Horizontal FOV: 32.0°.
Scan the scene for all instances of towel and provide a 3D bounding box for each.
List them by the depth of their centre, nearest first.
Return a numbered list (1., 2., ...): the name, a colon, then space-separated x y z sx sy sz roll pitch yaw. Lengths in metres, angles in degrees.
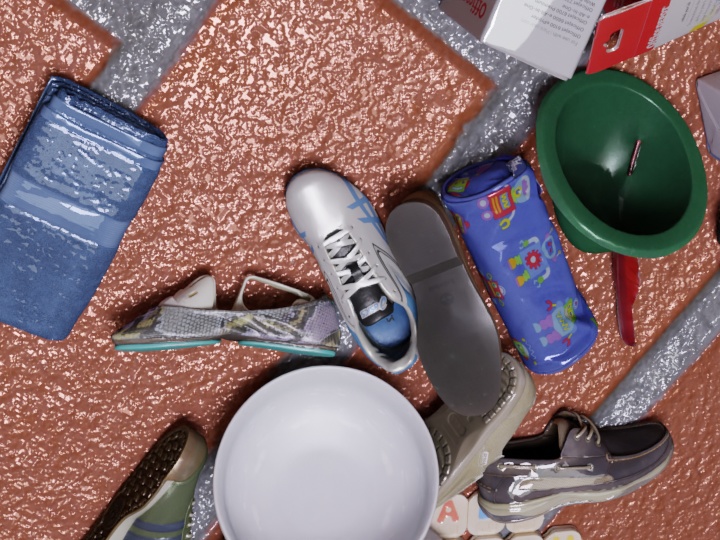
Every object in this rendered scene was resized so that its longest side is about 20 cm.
1. towel: -0.245 -0.046 1.021 0.111 0.049 0.201 26 104 -19

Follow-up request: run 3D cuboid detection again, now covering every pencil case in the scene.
1. pencil case: 0.143 -0.009 1.097 0.086 0.078 0.202 -35 114 -15

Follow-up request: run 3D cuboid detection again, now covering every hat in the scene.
1. hat: 0.197 -0.050 1.119 0.163 0.176 0.203 -3 69 -21

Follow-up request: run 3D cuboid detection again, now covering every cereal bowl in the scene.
1. cereal bowl: -0.032 0.191 1.108 0.197 0.083 0.203 2 70 -5

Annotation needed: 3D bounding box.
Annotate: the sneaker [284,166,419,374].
1. sneaker: 0.000 0.000 1.076 0.071 0.073 0.201 -29 113 3

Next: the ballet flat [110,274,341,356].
1. ballet flat: -0.114 0.038 1.079 0.197 0.072 0.073 2 111 -12

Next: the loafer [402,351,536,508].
1. loafer: 0.093 0.160 1.148 0.068 0.076 0.200 19 122 -43

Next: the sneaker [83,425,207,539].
1. sneaker: -0.181 0.234 1.139 0.089 0.067 0.201 32 105 -25

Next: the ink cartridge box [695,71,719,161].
1. ink cartridge box: 0.407 -0.143 1.062 0.198 0.137 0.077 -20 116 -2

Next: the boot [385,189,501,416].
1. boot: 0.080 0.026 1.083 0.073 0.076 0.202 -14 104 16

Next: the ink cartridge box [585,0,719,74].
1. ink cartridge box: 0.261 -0.241 0.999 0.198 0.116 0.068 -24 75 -2

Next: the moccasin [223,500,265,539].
1. moccasin: -0.125 0.299 1.173 0.077 0.074 0.204 2 120 -20

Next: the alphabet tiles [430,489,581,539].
1. alphabet tiles: 0.123 0.307 1.252 0.197 0.015 0.198 -2 111 -10

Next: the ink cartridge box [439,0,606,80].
1. ink cartridge box: 0.147 -0.266 0.958 0.083 0.145 0.202 18 107 -16

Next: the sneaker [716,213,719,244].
1. sneaker: 0.410 -0.013 1.150 0.197 0.076 0.115 22 108 -15

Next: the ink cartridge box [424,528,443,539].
1. ink cartridge box: 0.005 0.339 1.161 0.200 0.146 0.084 -42 109 12

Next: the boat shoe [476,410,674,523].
1. boat shoe: 0.202 0.176 1.183 0.197 0.075 0.074 -17 110 -9
